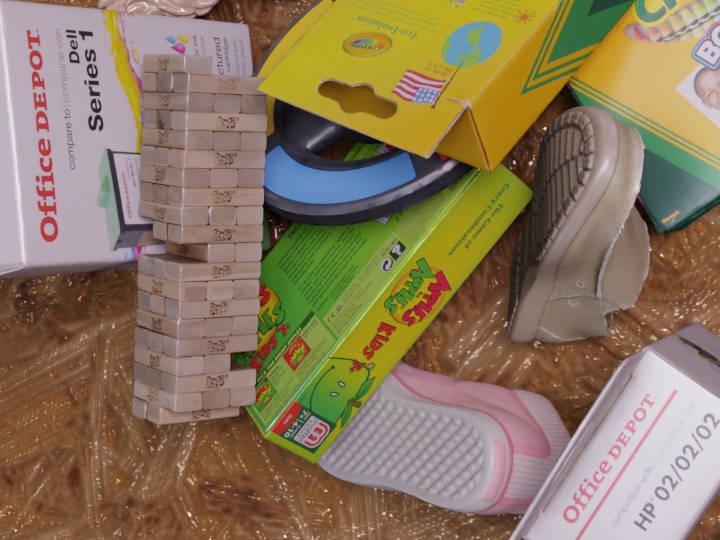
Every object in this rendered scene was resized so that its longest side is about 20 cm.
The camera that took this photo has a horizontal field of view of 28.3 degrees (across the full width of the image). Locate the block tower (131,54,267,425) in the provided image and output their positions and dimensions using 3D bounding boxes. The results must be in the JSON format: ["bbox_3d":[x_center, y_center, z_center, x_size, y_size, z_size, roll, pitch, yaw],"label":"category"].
[{"bbox_3d":[-0.090,-0.017,0.798,0.054,0.057,0.203,10,100,53],"label":"block tower"}]

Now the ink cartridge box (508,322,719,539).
[{"bbox_3d":[0.151,0.098,0.728,0.067,0.200,0.116,34,105,17],"label":"ink cartridge box"}]

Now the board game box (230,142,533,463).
[{"bbox_3d":[0.000,0.000,0.830,0.201,0.047,0.102,-51,42,7],"label":"board game box"}]

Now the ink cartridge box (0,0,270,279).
[{"bbox_3d":[-0.153,-0.074,0.843,0.083,0.199,0.147,-6,90,39],"label":"ink cartridge box"}]

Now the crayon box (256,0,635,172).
[{"bbox_3d":[0.054,-0.131,0.749,0.126,0.051,0.200,25,65,38],"label":"crayon box"}]

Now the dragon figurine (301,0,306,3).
[{"bbox_3d":[0.000,-0.225,0.855,0.197,0.059,0.101,-11,88,23],"label":"dragon figurine"}]

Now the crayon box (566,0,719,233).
[{"bbox_3d":[0.217,-0.124,0.768,0.199,0.058,0.120,-35,79,20],"label":"crayon box"}]

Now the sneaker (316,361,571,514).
[{"bbox_3d":[0.045,0.097,0.849,0.199,0.104,0.077,18,97,51],"label":"sneaker"}]

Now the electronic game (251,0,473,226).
[{"bbox_3d":[0.015,-0.109,0.814,0.198,0.042,0.202,-19,46,20],"label":"electronic game"}]

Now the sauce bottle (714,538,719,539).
[{"bbox_3d":[0.264,0.153,0.759,0.198,0.065,0.066,-23,83,20],"label":"sauce bottle"}]

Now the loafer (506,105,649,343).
[{"bbox_3d":[0.124,-0.020,0.762,0.067,0.201,0.077,5,65,-2],"label":"loafer"}]

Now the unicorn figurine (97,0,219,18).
[{"bbox_3d":[-0.115,-0.257,0.903,0.135,0.074,0.203,2,107,13],"label":"unicorn figurine"}]
